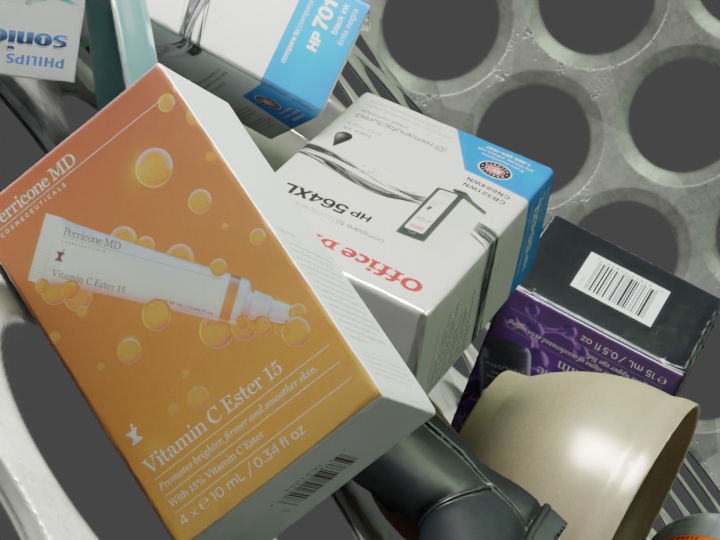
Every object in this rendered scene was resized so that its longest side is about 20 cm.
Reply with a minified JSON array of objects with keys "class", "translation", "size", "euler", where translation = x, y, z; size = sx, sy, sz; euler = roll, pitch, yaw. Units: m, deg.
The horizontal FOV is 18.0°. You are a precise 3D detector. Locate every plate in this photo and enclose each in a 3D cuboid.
[{"class":"plate","translation":[-0.135,-0.112,1.314],"size":[0.200,0.025,0.202],"euler":[172,-90,-79]}]

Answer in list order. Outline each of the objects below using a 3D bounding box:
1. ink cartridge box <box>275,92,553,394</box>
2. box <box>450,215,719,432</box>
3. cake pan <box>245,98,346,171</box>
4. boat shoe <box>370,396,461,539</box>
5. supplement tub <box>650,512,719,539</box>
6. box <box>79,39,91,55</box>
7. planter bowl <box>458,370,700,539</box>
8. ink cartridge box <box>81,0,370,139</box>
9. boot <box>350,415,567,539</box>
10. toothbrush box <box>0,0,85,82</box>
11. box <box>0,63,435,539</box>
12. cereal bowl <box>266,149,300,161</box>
[{"class":"ink cartridge box","translation":[0.014,-0.014,1.416],"size":[0.145,0.085,0.200],"euler":[24,36,15]},{"class":"box","translation":[0.162,0.086,1.705],"size":[0.147,0.201,0.104],"euler":[26,39,10]},{"class":"cake pan","translation":[-0.075,-0.090,1.586],"size":[0.199,0.037,0.201],"euler":[21,27,-11]},{"class":"boat shoe","translation":[0.022,0.103,1.490],"size":[0.201,0.070,0.070],"euler":[54,10,7]},{"class":"supplement tub","translation":[0.222,0.264,1.577],"size":[0.123,0.122,0.200],"euler":[52,34,-2]},{"class":"box","translation":[-0.197,-0.200,1.661],"size":[0.200,0.036,0.145],"euler":[45,11,-41]},{"class":"planter bowl","translation":[0.131,0.152,1.574],"size":[0.134,0.201,0.200],"euler":[27,2,15]},{"class":"ink cartridge box","translation":[-0.112,-0.172,1.477],"size":[0.199,0.086,0.146],"euler":[29,-10,-12]},{"class":"boot","translation":[0.027,0.145,1.360],"size":[0.168,0.077,0.200],"euler":[39,26,5]},{"class":"toothbrush box","translation":[-0.189,-0.225,1.249],"size":[0.084,0.202,0.147],"euler":[6,24,-14]},{"class":"box","translation":[-0.076,0.022,1.106],"size":[0.201,0.124,0.097],"euler":[55,9,17]},{"class":"cereal bowl","translation":[0.000,0.000,1.628],"size":[0.199,0.084,0.201],"euler":[19,27,-10]}]
